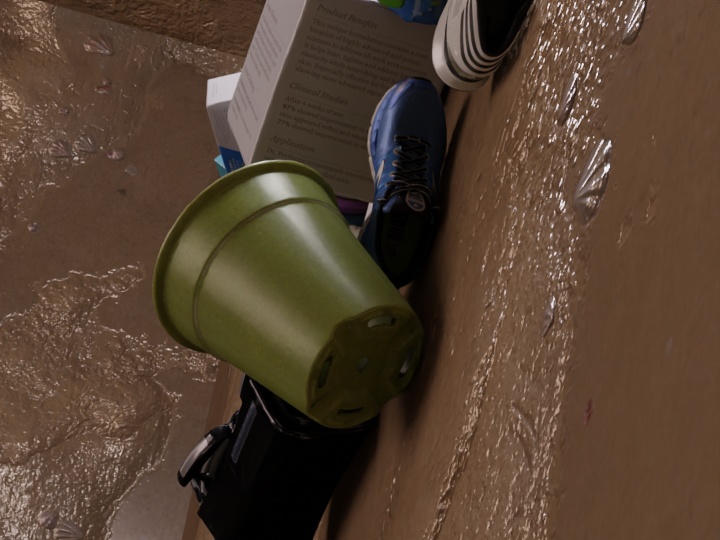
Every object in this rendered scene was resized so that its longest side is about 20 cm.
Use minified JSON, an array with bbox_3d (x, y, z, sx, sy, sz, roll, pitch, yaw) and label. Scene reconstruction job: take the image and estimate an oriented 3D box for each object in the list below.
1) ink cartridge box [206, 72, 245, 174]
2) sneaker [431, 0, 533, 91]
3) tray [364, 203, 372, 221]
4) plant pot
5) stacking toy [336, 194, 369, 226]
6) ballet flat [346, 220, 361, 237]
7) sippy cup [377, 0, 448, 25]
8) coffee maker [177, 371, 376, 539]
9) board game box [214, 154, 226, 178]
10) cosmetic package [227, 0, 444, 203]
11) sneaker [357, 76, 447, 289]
[{"bbox_3d":[-0.066,-0.176,1.664,0.067,0.200,0.116,-95,-8,-55],"label":"ink cartridge box"},{"bbox_3d":[0.114,-0.257,1.203,0.115,0.076,0.201,152,124,-67],"label":"sneaker"},{"bbox_3d":[0.039,-0.123,1.583,0.107,0.022,0.200,-162,86,-83],"label":"tray"},{"bbox_3d":[-0.048,0.036,1.257,0.190,0.200,0.200,42,123,41],"label":"plant pot"},{"bbox_3d":[-0.031,-0.036,1.743,0.085,0.085,0.200,-89,10,-58],"label":"stacking toy"},{"bbox_3d":[0.000,0.000,1.488,0.070,0.067,0.200,-32,37,20],"label":"ballet flat"},{"bbox_3d":[0.071,-0.306,1.354,0.140,0.178,0.130,56,151,39],"label":"sippy cup"},{"bbox_3d":[-0.065,0.188,1.416,0.135,0.192,0.200,-29,-27,-46],"label":"coffee maker"},{"bbox_3d":[-0.093,-0.105,1.828,0.151,0.047,0.200,-39,-33,-19],"label":"board game box"},{"bbox_3d":[-0.021,-0.199,1.490,0.166,0.167,0.200,-116,44,-63],"label":"cosmetic package"},{"bbox_3d":[0.046,-0.076,1.320,0.089,0.078,0.200,-158,74,-75],"label":"sneaker"}]
